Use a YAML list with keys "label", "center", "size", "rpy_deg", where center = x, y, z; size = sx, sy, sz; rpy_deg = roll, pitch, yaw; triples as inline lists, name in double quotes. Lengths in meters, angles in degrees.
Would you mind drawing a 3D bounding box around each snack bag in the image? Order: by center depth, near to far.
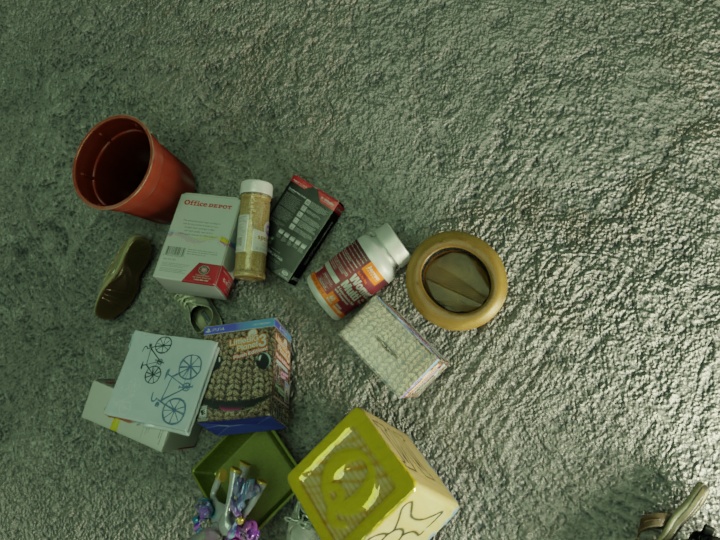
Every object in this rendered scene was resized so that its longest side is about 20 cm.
- label: "snack bag"
  center: [-0.390, 0.216, 1.387]
  size: [0.198, 0.021, 0.190]
  rpy_deg: [6, 63, 16]

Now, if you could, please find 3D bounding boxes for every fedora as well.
- label: "fedora"
  center: [0.188, 0.023, 1.383]
  size: [0.198, 0.082, 0.203]
  rpy_deg: [-2, 81, 13]

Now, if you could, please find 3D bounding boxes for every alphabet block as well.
- label: "alphabet block"
  center: [0.024, 0.398, 1.269]
  size: [0.195, 0.200, 0.196]
  rpy_deg: [-45, 50, 2]

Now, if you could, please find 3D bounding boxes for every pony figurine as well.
- label: "pony figurine"
  center: [-0.243, 0.470, 1.307]
  size: [0.166, 0.193, 0.202]
  rpy_deg: [25, 83, -28]

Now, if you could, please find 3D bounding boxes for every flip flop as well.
- label: "flip flop"
  center: [0.527, 0.441, 1.239]
  size: [0.200, 0.081, 0.058]
  rpy_deg: [-49, 57, 0]

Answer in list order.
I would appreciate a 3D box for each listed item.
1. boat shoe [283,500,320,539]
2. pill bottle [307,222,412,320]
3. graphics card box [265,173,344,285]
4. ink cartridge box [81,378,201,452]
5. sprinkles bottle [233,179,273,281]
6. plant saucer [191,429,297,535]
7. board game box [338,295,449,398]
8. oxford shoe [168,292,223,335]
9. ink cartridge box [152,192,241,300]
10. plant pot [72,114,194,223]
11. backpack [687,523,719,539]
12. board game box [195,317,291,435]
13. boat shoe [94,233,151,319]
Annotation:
- label: "boat shoe"
  center: [-0.103, 0.474, 1.374]
  size: [0.074, 0.086, 0.204]
  rpy_deg: [18, 85, 16]
- label: "pill bottle"
  center: [0.000, 0.000, 1.418]
  size: [0.199, 0.110, 0.110]
  rpy_deg: [-37, 74, 6]
- label: "graphics card box"
  center: [-0.139, -0.085, 1.496]
  size: [0.125, 0.051, 0.201]
  rpy_deg: [32, 88, 17]
- label: "ink cartridge box"
  center: [-0.442, 0.295, 1.457]
  size: [0.198, 0.145, 0.084]
  rpy_deg: [18, 86, 16]
- label: "sprinkles bottle"
  center: [-0.221, -0.082, 1.457]
  size: [0.067, 0.068, 0.202]
  rpy_deg: [1, 80, 14]
- label: "plant saucer"
  center: [-0.215, 0.411, 1.413]
  size: [0.200, 0.048, 0.200]
  rpy_deg: [-45, 59, 4]
- label: "board game box"
  center: [0.068, 0.147, 1.322]
  size: [0.097, 0.200, 0.159]
  rpy_deg: [-46, 73, 2]
- label: "oxford shoe"
  center: [-0.365, 0.061, 1.524]
  size: [0.075, 0.058, 0.201]
  rpy_deg: [-40, 72, 7]
- label: "ink cartridge box"
  center: [-0.328, -0.052, 1.496]
  size: [0.144, 0.083, 0.202]
  rpy_deg: [7, 66, 15]
- label: "plant pot"
  center: [-0.466, -0.197, 1.512]
  size: [0.199, 0.195, 0.203]
  rpy_deg: [-5, 76, 20]
- label: "backpack"
  center: [0.575, 0.567, 1.170]
  size: [0.190, 0.154, 0.201]
  rpy_deg: [-42, 77, 14]
- label: "board game box"
  center: [-0.229, 0.213, 1.415]
  size: [0.158, 0.097, 0.202]
  rpy_deg: [-9, 61, 12]
- label: "boat shoe"
  center: [-0.530, 0.013, 1.572]
  size: [0.065, 0.072, 0.201]
  rpy_deg: [30, 94, 52]
